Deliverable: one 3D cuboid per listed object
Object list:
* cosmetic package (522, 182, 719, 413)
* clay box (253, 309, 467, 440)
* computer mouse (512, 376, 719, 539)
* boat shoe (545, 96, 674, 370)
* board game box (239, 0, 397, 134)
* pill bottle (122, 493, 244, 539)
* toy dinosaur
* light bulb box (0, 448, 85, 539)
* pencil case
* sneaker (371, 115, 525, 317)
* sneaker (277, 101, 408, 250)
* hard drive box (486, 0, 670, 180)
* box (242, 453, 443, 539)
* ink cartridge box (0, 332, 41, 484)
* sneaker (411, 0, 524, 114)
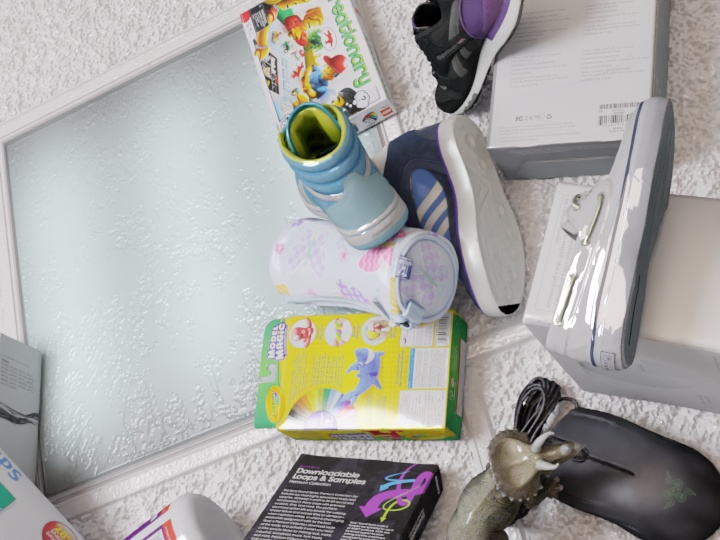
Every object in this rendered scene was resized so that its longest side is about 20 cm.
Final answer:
[{"bbox_3d":[0.261,0.031,0.924,0.199,0.199,0.124,10,74,27],"label":"cosmetic package"},{"bbox_3d":[-0.001,0.101,1.107,0.199,0.048,0.116,-3,68,25],"label":"clay box"},{"bbox_3d":[0.205,0.171,0.980,0.199,0.053,0.139,14,76,29],"label":"computer mouse"},{"bbox_3d":[0.175,-0.032,0.828,0.066,0.074,0.201,9,74,25],"label":"boat shoe"},{"bbox_3d":[-0.048,-0.227,1.266,0.126,0.035,0.201,-26,61,13],"label":"board game box"},{"bbox_3d":[-0.201,0.305,1.080,0.200,0.112,0.113,-37,59,8],"label":"pill bottle"},{"bbox_3d":[0.104,0.198,0.951,0.077,0.102,0.201,41,105,30],"label":"toy dinosaur"},{"bbox_3d":[-0.402,0.278,1.106,0.198,0.125,0.200,46,113,2],"label":"light bulb box"},{"bbox_3d":[0.000,0.000,1.094,0.199,0.083,0.091,11,87,48],"label":"pencil case"},{"bbox_3d":[0.069,-0.037,1.125,0.146,0.080,0.201,-22,78,40],"label":"sneaker"},{"bbox_3d":[-0.034,-0.108,1.063,0.079,0.131,0.200,-39,29,-6],"label":"sneaker"},{"bbox_3d":[0.211,-0.195,1.109,0.155,0.077,0.201,0,70,24],"label":"hard drive box"},{"bbox_3d":[-0.025,0.234,1.005,0.142,0.036,0.200,1,31,25],"label":"box"},{"bbox_3d":[-0.426,0.181,1.251,0.146,0.083,0.201,-12,66,20],"label":"ink cartridge box"},{"bbox_3d":[0.086,-0.224,1.109,0.087,0.200,0.076,10,63,-8],"label":"sneaker"}]
